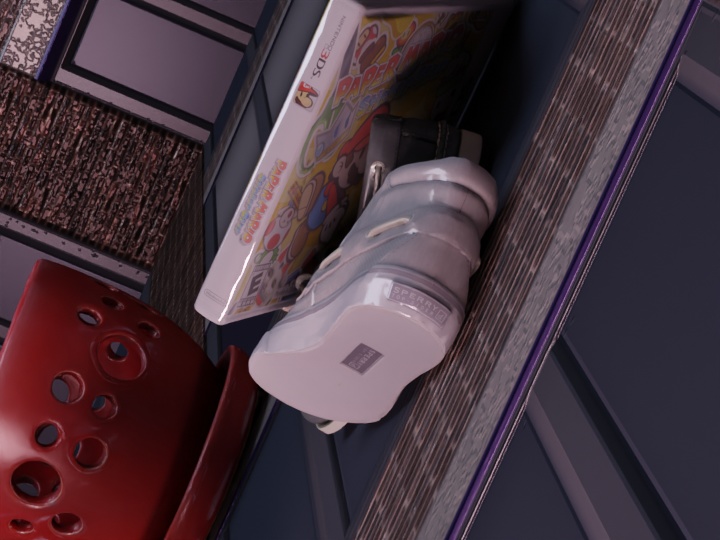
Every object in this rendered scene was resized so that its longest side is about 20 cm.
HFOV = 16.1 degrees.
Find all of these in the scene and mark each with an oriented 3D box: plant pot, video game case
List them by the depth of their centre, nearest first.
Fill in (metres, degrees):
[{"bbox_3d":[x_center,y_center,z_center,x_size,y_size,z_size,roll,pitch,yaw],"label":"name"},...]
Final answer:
[{"bbox_3d":[0.001,-0.065,1.349,0.200,0.023,0.182,-14,-48,-63],"label":"video game case"},{"bbox_3d":[-0.181,0.116,1.794,0.200,0.182,0.201,-157,90,-82],"label":"plant pot"}]

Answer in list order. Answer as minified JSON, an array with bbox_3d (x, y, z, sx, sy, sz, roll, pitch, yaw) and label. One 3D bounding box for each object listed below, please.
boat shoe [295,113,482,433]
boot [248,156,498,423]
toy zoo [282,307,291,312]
[{"bbox_3d":[0.000,0.000,1.340,0.073,0.062,0.200,-84,17,-54],"label":"boat shoe"},{"bbox_3d":[0.012,0.009,1.258,0.096,0.073,0.200,-64,14,-23],"label":"boot"},{"bbox_3d":[-0.010,-0.072,1.760,0.131,0.020,0.200,-112,45,-79],"label":"toy zoo"}]
